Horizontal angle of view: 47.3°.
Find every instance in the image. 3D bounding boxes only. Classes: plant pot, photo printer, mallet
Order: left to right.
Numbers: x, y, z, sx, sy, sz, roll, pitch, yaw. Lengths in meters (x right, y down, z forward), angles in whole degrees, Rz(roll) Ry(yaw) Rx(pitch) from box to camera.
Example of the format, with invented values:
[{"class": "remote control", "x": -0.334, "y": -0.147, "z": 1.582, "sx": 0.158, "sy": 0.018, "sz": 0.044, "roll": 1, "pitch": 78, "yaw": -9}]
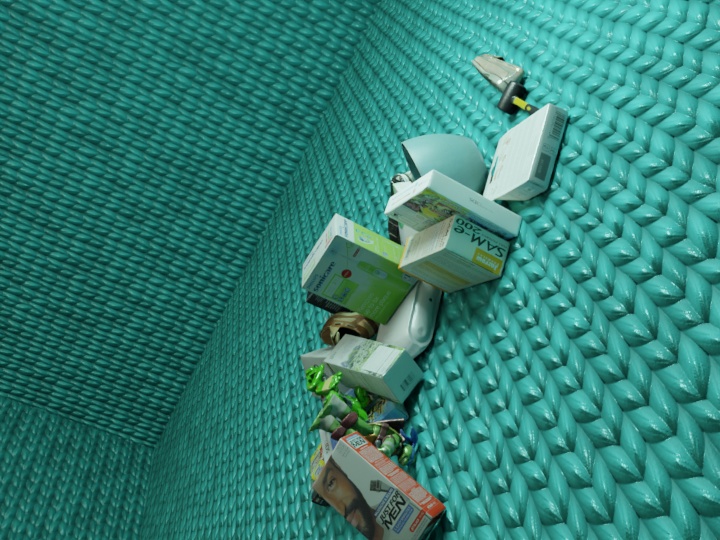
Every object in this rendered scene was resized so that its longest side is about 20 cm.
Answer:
[{"class": "photo printer", "x": 0.099, "y": 0.097, "z": 1.708, "sx": 0.166, "sy": 0.069, "sz": 0.201, "roll": -37, "pitch": 34, "yaw": 58}, {"class": "plant pot", "x": 0.185, "y": -0.199, "z": 1.690, "sx": 0.134, "sy": 0.201, "sz": 0.200, "roll": -25, "pitch": 23, "yaw": 1}, {"class": "mallet", "x": 0.333, "y": -0.335, "z": 1.633, "sx": 0.066, "sy": 0.041, "sz": 0.200, "roll": -67, "pitch": 21, "yaw": 10}]

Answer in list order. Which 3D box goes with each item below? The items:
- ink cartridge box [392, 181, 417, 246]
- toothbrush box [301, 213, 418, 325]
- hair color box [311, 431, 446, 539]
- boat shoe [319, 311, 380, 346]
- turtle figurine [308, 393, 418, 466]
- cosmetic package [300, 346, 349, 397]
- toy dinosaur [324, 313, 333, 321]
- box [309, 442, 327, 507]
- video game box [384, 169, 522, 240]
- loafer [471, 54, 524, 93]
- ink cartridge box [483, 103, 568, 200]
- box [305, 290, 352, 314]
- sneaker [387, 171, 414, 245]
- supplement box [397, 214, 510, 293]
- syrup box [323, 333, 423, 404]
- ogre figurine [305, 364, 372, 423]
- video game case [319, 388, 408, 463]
[{"class": "ink cartridge box", "x": 0.118, "y": -0.089, "z": 1.793, "sx": 0.200, "sy": 0.050, "sz": 0.162, "roll": -107, "pitch": 7, "yaw": -66}, {"class": "toothbrush box", "x": 0.000, "y": 0.000, "z": 1.674, "sx": 0.146, "sy": 0.199, "sz": 0.086, "roll": -54, "pitch": 20, "yaw": 27}, {"class": "hair color box", "x": 0.028, "y": 0.376, "z": 1.362, "sx": 0.064, "sy": 0.199, "sz": 0.111, "roll": -3, "pitch": -54, "yaw": -61}, {"class": "boat shoe", "x": -0.034, "y": 0.137, "z": 1.826, "sx": 0.074, "sy": 0.076, "sz": 0.199, "roll": -44, "pitch": 12, "yaw": -36}, {"class": "turtle figurine", "x": -0.005, "y": 0.328, "z": 1.470, "sx": 0.201, "sy": 0.193, "sz": 0.144, "roll": -56, "pitch": -1, "yaw": -8}, {"class": "cosmetic package", "x": -0.063, "y": 0.236, "z": 1.915, "sx": 0.200, "sy": 0.084, "sz": 0.109, "roll": -10, "pitch": 97, "yaw": 69}, {"class": "toy dinosaur", "x": -0.030, "y": 0.161, "z": 1.953, "sx": 0.078, "sy": 0.102, "sz": 0.200, "roll": -66, "pitch": 16, "yaw": 0}, {"class": "box", "x": -0.050, "y": 0.399, "z": 1.812, "sx": 0.201, "sy": 0.037, "sz": 0.137, "roll": -59, "pitch": 19, "yaw": 23}, {"class": "video game box", "x": 0.169, "y": -0.102, "z": 1.539, "sx": 0.182, "sy": 0.199, "sz": 0.047, "roll": -22, "pitch": 45, "yaw": 65}, {"class": "loafer", "x": 0.306, "y": -0.438, "z": 1.808, "sx": 0.063, "sy": 0.072, "sz": 0.200, "roll": -44, "pitch": 29, "yaw": 12}, {"class": "ink cartridge box", "x": 0.303, "y": -0.203, "z": 1.546, "sx": 0.200, "sy": 0.047, "sz": 0.161, "roll": 148, "pitch": 142, "yaw": -70}, {"class": "box", "x": -0.011, "y": 0.029, "z": 1.901, "sx": 0.104, "sy": 0.199, "sz": 0.149, "roll": -49, "pitch": 25, "yaw": 43}, {"class": "sneaker", "x": 0.130, "y": -0.144, "z": 1.945, "sx": 0.076, "sy": 0.115, "sz": 0.202, "roll": 35, "pitch": 135, "yaw": 42}, {"class": "supplement box", "x": 0.173, "y": -0.028, "z": 1.557, "sx": 0.200, "sy": 0.125, "sz": 0.074, "roll": -23, "pitch": 44, "yaw": 64}, {"class": "syrup box", "x": 0.023, "y": 0.195, "z": 1.648, "sx": 0.079, "sy": 0.082, "sz": 0.199, "roll": -49, "pitch": 30, "yaw": -23}, {"class": "ogre figurine", "x": -0.044, "y": 0.256, "z": 1.628, "sx": 0.098, "sy": 0.120, "sz": 0.199, "roll": -53, "pitch": 22, "yaw": -25}, {"class": "video game case", "x": 0.000, "y": 0.305, "z": 1.690, "sx": 0.200, "sy": 0.045, "sz": 0.182, "roll": -46, "pitch": 24, "yaw": 12}]
